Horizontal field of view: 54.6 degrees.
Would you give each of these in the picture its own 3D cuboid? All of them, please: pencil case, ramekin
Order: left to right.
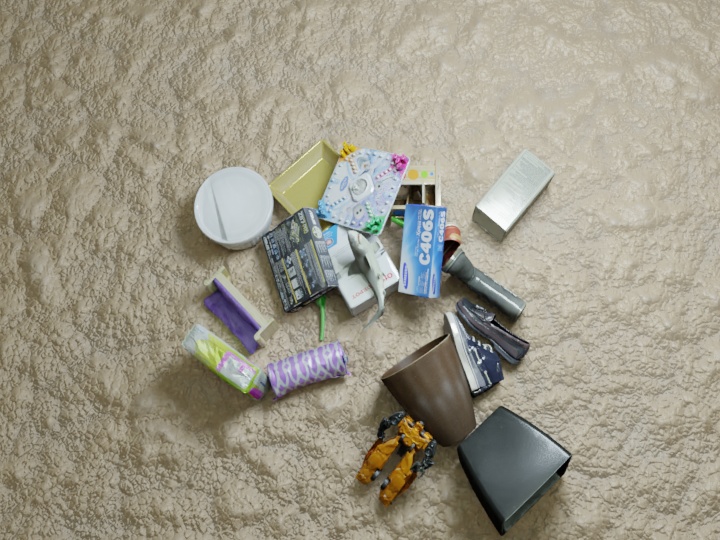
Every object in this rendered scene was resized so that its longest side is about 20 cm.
[{"bbox_3d":[-0.310,-0.147,1.746,0.195,0.095,0.209,-1,73,3],"label":"ramekin"},{"bbox_3d":[-0.121,0.231,1.626,0.194,0.084,0.088,-17,95,0],"label":"pencil case"}]

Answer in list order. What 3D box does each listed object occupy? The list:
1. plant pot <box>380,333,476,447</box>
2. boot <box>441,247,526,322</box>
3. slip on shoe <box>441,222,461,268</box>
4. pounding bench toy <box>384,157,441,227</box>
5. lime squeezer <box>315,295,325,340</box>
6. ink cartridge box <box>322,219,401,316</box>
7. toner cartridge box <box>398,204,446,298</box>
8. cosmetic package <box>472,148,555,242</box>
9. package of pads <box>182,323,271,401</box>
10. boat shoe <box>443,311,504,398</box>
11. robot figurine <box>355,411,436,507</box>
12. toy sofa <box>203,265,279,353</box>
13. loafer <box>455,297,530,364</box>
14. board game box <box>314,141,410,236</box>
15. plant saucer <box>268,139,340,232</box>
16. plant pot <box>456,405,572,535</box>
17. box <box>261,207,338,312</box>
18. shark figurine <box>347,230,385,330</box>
[{"bbox_3d":[0.171,0.278,1.553,0.184,0.187,0.203,-31,88,-7],"label":"plant pot"},{"bbox_3d":[0.289,0.040,1.615,0.200,0.181,0.073,46,103,18],"label":"boot"},{"bbox_3d":[0.169,-0.022,1.646,0.073,0.201,0.062,24,29,-26],"label":"slip on shoe"},{"bbox_3d":[0.118,-0.155,1.705,0.151,0.125,0.206,0,73,4],"label":"pounding bench toy"},{"bbox_3d":[-0.114,0.065,1.697,0.069,0.038,0.203,-28,74,-5],"label":"lime squeezer"},{"bbox_3d":[-0.008,-0.017,1.691,0.143,0.084,0.203,-29,73,-6],"label":"ink cartridge box"},{"bbox_3d":[0.142,-0.046,1.604,0.093,0.042,0.207,9,97,43],"label":"toner cartridge box"},{"bbox_3d":[0.375,-0.184,1.718,0.103,0.088,0.200,41,78,13],"label":"cosmetic package"},{"bbox_3d":[-0.305,0.214,1.600,0.197,0.155,0.069,33,76,13],"label":"package of pads"},{"bbox_3d":[0.263,0.185,1.625,0.090,0.075,0.205,-16,79,-10],"label":"boat shoe"},{"bbox_3d":[0.080,0.406,1.528,0.144,0.058,0.202,39,104,14],"label":"robot figurine"},{"bbox_3d":[-0.295,0.097,1.674,0.097,0.083,0.200,-43,75,-11],"label":"toy sofa"},{"bbox_3d":[0.310,0.128,1.626,0.200,0.072,0.063,44,118,8],"label":"loafer"},{"bbox_3d":[-0.001,-0.202,1.670,0.196,0.026,0.205,17,79,33],"label":"board game box"},{"bbox_3d":[-0.103,-0.199,1.767,0.199,0.049,0.200,-41,71,-12],"label":"plant saucer"},{"bbox_3d":[0.311,0.415,1.489,0.199,0.201,0.177,-40,63,-9],"label":"plant pot"},{"bbox_3d":[-0.148,-0.024,1.671,0.159,0.048,0.205,-31,72,35],"label":"box"},{"bbox_3d":[0.010,0.016,1.609,0.087,0.128,0.221,-18,89,23],"label":"shark figurine"}]
